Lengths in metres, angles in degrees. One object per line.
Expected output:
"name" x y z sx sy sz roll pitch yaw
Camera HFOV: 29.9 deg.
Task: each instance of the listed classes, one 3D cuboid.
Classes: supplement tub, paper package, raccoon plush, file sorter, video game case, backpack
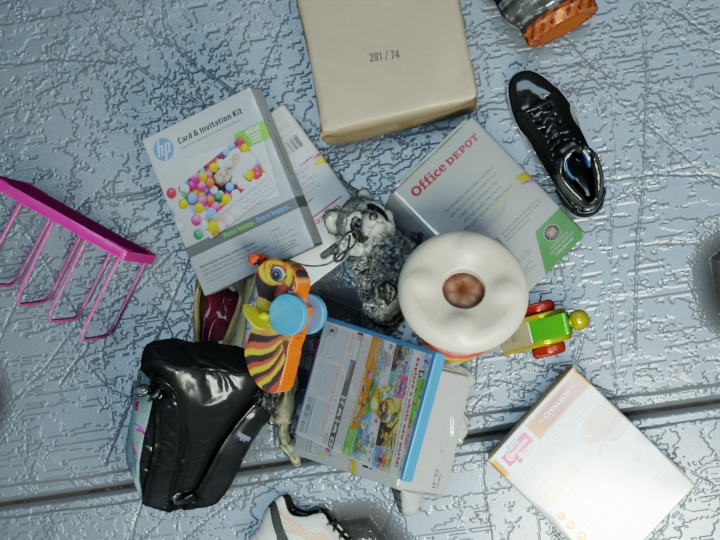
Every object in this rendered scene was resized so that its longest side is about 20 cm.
"supplement tub" 0.201 -0.382 1.628 0.121 0.123 0.202 -26 85 3
"paper package" 0.033 -0.269 1.649 0.197 0.103 0.194 -12 87 5
"raccoon plush" 0.000 0.000 1.603 0.134 0.096 0.201 46 136 13
"file sorter" -0.380 -0.013 1.657 0.198 0.139 0.127 28 92 6
"video game case" 0.007 0.142 1.532 0.199 0.018 0.145 15 89 50
"backpack" -0.206 0.185 1.610 0.164 0.127 0.203 9 113 -19

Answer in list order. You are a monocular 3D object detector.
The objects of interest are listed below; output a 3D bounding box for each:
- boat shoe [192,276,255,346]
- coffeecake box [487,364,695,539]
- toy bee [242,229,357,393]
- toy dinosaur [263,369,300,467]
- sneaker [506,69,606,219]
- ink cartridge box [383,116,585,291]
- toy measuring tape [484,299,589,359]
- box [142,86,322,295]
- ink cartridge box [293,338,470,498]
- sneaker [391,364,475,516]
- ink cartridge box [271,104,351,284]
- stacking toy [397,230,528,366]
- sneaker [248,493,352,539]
"boat shoe" -0.169 0.015 1.671 0.073 0.066 0.204 2 86 6
"coffeecake box" 0.274 0.239 1.620 0.200 0.073 0.154 44 92 5
"toy bee" -0.088 0.031 1.548 0.108 0.131 0.201 28 80 23
"toy dinosaur" -0.092 0.139 1.649 0.047 0.088 0.204 4 88 8
"sneaker" 0.242 -0.161 1.620 0.072 0.112 0.202 -29 85 2
"ink cartridge box" 0.145 -0.060 1.621 0.145 0.088 0.200 -43 86 -16
"toy measuring tape" 0.190 0.081 1.651 0.198 0.073 0.075 -17 86 27
"box" -0.152 -0.094 1.600 0.154 0.041 0.203 -22 88 16
"ink cartridge box" 0.021 0.169 1.586 0.085 0.199 0.150 14 86 -39
"sneaker" 0.088 0.204 1.641 0.086 0.074 0.203 13 95 -13
"ink cartridge box" -0.082 -0.086 1.658 0.115 0.068 0.201 -35 85 -10
"stacking toy" 0.112 0.061 1.545 0.144 0.201 0.148 0 62 0
"sneaker" -0.036 0.340 1.644 0.198 0.074 0.081 24 88 5
